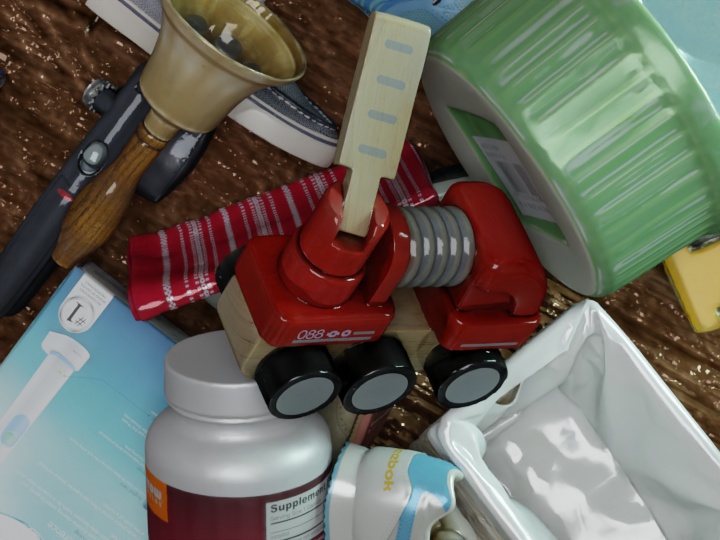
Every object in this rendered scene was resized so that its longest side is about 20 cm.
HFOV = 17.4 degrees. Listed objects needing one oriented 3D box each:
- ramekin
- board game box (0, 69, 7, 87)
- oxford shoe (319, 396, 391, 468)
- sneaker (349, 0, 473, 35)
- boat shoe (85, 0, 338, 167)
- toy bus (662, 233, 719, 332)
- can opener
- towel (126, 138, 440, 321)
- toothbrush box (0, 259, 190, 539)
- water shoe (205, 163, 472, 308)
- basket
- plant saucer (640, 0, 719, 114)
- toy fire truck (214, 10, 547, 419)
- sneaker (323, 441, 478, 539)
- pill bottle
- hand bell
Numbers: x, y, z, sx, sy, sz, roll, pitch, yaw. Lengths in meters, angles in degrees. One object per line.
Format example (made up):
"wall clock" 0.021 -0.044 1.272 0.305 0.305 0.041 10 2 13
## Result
"ramekin" 0.121 -0.081 1.350 0.098 0.200 0.200 -36 90 -8
"board game box" -0.350 -0.095 1.488 0.159 0.097 0.200 39 92 0
"oxford shoe" -0.019 0.082 1.468 0.074 0.070 0.201 19 99 14
"sneaker" 0.013 -0.193 1.479 0.199 0.090 0.079 21 92 0
"boat shoe" -0.078 -0.156 1.489 0.200 0.075 0.093 36 100 1
"toy bus" 0.287 -0.029 1.482 0.199 0.078 0.065 -25 92 2
"can opener" -0.178 -0.049 1.501 0.079 0.063 0.200 42 93 14
"towel" -0.052 -0.028 1.459 0.199 0.145 0.023 -21 107 2
"toothbrush box" -0.178 0.117 1.495 0.146 0.085 0.200 36 91 -2
"water shoe" 0.000 0.000 1.495 0.199 0.072 0.079 -21 97 4
"basket" 0.139 0.138 1.457 0.135 0.123 0.200 -38 92 -14
"plant saucer" 0.229 -0.188 1.422 0.200 0.039 0.202 -1 96 -12
"toy fire truck" 0.026 -0.029 1.317 0.175 0.200 0.129 -1 52 -31
"sneaker" 0.030 0.194 1.425 0.080 0.077 0.201 5 130 16
"pill bottle" -0.072 0.143 1.407 0.112 0.113 0.201 0 111 2
"hand bell" -0.130 -0.077 1.441 0.104 0.104 0.200 38 114 0
